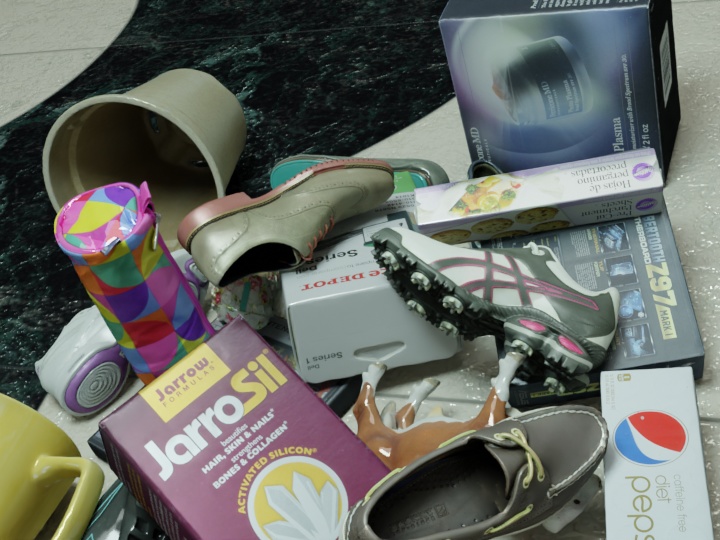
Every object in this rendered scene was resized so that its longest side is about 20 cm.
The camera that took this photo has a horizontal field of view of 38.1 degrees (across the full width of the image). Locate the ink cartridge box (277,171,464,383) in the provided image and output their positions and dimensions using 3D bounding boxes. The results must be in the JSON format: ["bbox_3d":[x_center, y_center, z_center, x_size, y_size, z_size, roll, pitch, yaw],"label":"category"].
[{"bbox_3d":[0.000,0.000,0.940,0.146,0.085,0.200,-12,31,-4],"label":"ink cartridge box"}]

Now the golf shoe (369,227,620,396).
[{"bbox_3d":[0.102,0.014,0.807,0.200,0.077,0.088,31,68,12],"label":"golf shoe"}]

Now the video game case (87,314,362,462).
[{"bbox_3d":[-0.111,0.118,0.914,0.180,0.026,0.200,18,51,37],"label":"video game case"}]

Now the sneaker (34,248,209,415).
[{"bbox_3d":[-0.232,0.044,1.005,0.099,0.075,0.200,22,59,43],"label":"sneaker"}]

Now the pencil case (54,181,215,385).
[{"bbox_3d":[-0.184,0.017,0.885,0.088,0.200,0.089,-7,47,8],"label":"pencil case"}]

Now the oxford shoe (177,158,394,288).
[{"bbox_3d":[-0.050,-0.036,0.888,0.199,0.071,0.075,-22,59,-18],"label":"oxford shoe"}]

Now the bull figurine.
[{"bbox_3d":[0.077,0.129,0.773,0.199,0.065,0.122,-4,62,25],"label":"bull figurine"}]

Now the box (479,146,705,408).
[{"bbox_3d":[0.183,0.004,0.863,0.157,0.051,0.201,-12,60,10],"label":"box"}]

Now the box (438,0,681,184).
[{"bbox_3d":[0.201,-0.193,1.028,0.198,0.200,0.123,2,43,26],"label":"box"}]

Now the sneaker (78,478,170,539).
[{"bbox_3d":[-0.182,0.224,0.786,0.079,0.075,0.200,-16,39,51],"label":"sneaker"}]

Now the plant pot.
[{"bbox_3d":[-0.214,-0.130,1.146,0.200,0.201,0.184,-4,29,18],"label":"plant pot"}]

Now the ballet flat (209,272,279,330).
[{"bbox_3d":[-0.107,-0.007,1.005,0.075,0.064,0.200,9,22,-14],"label":"ballet flat"}]

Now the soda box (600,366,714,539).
[{"bbox_3d":[0.201,0.159,0.707,0.068,0.064,0.200,-5,40,15],"label":"soda box"}]

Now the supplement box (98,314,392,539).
[{"bbox_3d":[-0.067,0.153,0.725,0.131,0.103,0.200,-39,72,-24],"label":"supplement box"}]

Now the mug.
[{"bbox_3d":[-0.310,0.184,0.812,0.186,0.149,0.153,-32,30,47],"label":"mug"}]

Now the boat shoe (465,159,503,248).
[{"bbox_3d":[0.138,-0.031,0.965,0.075,0.062,0.200,-9,40,-1],"label":"boat shoe"}]

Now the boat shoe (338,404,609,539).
[{"bbox_3d":[0.081,0.134,0.665,0.199,0.060,0.072,-20,69,-19],"label":"boat shoe"}]

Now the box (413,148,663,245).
[{"bbox_3d":[0.144,-0.058,0.854,0.199,0.041,0.039,-8,59,8],"label":"box"}]

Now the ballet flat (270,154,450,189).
[{"bbox_3d":[0.001,-0.090,1.107,0.199,0.068,0.064,6,16,27],"label":"ballet flat"}]
